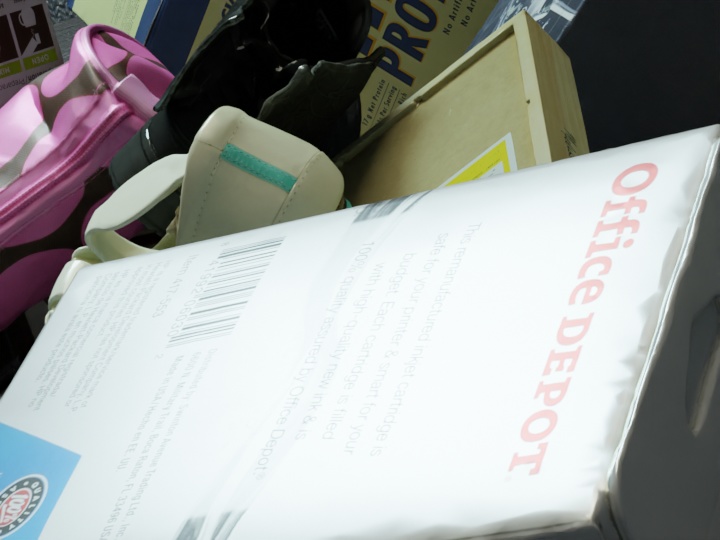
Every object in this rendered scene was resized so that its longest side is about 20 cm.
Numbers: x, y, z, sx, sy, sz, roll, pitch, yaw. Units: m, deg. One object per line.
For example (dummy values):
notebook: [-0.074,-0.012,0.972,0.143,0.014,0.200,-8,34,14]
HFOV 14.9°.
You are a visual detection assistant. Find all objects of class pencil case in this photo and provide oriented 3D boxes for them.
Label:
pencil case: [-0.150,-0.012,1.063,0.200,0.091,0.094,-39,-11,4]

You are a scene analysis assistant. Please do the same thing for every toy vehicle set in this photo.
toy vehicle set: [0.020,0.003,0.881,0.124,0.027,0.200,-37,24,18]

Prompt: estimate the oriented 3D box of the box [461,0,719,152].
box: [0.140,-0.124,1.125,0.201,0.104,0.182,-57,10,6]

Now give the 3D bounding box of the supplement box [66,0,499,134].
supplement box: [-0.017,-0.143,1.353,0.199,0.135,0.200,19,8,-18]

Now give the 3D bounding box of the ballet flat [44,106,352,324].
ballet flat: [-0.069,0.006,0.922,0.069,0.070,0.200,-26,-12,-36]

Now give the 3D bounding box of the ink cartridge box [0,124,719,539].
ink cartridge box: [0.001,0.054,0.681,0.199,0.086,0.147,-10,33,28]

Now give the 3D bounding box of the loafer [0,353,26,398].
loafer: [-0.086,0.038,1.047,0.199,0.063,0.072,-12,12,29]

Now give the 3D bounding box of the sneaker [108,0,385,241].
sneaker: [-0.024,-0.068,0.979,0.104,0.060,0.200,-48,-5,28]

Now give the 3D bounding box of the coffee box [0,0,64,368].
coffee box: [-0.177,-0.031,1.172,0.113,0.201,0.080,-9,10,40]

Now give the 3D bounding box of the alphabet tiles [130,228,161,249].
alphabet tiles: [-0.002,-0.024,1.174,0.166,0.008,0.200,-16,-10,15]
